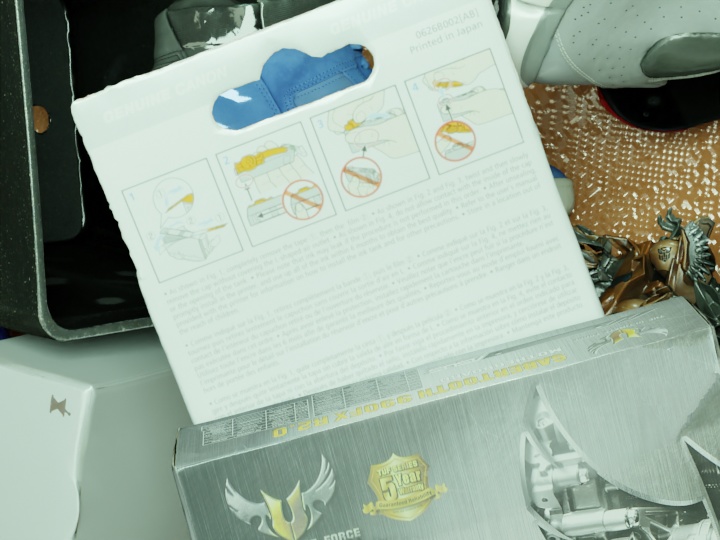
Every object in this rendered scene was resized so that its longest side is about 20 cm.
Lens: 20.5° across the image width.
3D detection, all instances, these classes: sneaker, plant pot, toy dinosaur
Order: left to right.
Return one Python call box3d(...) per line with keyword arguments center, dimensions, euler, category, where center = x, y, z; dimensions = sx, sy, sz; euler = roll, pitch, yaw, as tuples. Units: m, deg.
box3d(center=(-0.134, -0.076, 0.943), dimensions=(0.177, 0.200, 0.200), euler=(-2, 94, 42), category="plant pot")
box3d(center=(0.003, -0.076, 0.873), dimensions=(0.077, 0.199, 0.112), euler=(157, 116, -70), category="sneaker")
box3d(center=(0.117, -0.136, 0.716), dimensions=(0.200, 0.115, 0.075), euler=(113, 161, -55), category="sneaker")
box3d(center=(0.159, 0.028, 0.831), dimensions=(0.199, 0.136, 0.102), euler=(14, 63, -2), category="toy dinosaur")

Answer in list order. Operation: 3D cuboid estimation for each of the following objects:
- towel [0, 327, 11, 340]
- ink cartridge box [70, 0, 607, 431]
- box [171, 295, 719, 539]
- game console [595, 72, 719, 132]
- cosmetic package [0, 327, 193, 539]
box3d(center=(-0.238, 0.018, 1.056), dimensions=(0.200, 0.049, 0.148), euler=(63, 152, 12), category="towel")
box3d(center=(0.000, 0.000, 0.754), dimensions=(0.162, 0.050, 0.201), euler=(-21, 101, 1), category="ink cartridge box")
box3d(center=(0.047, 0.112, 0.734), dimensions=(0.199, 0.048, 0.159), euler=(-14, 105, 0), category="box")
box3d(center=(0.148, -0.144, 0.769), dimensions=(0.176, 0.200, 0.031), euler=(-17, 43, 20), category="game console")
box3d(center=(-0.101, 0.082, 0.924), dimensions=(0.081, 0.200, 0.113), euler=(14, 101, 29), category="cosmetic package")
